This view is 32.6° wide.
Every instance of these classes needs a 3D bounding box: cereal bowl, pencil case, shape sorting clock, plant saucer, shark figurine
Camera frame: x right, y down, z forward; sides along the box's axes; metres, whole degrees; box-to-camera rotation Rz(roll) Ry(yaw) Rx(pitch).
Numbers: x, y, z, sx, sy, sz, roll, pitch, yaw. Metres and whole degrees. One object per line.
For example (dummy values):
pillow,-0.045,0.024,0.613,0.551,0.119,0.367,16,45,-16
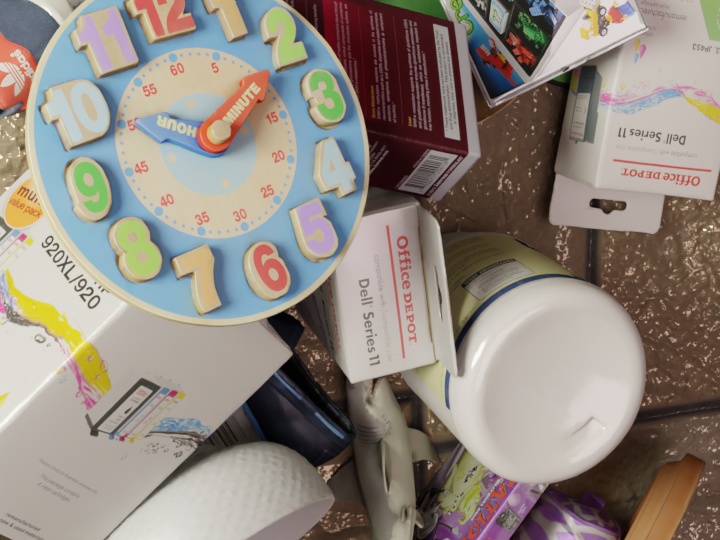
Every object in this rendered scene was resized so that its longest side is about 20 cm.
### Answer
cereal bowl,-0.120,0.182,0.857,0.199,0.200,0.084,-34,76,-6
pencil case,0.147,0.285,1.056,0.201,0.084,0.085,-60,151,7
shape sorting clock,-0.083,-0.070,0.675,0.198,0.039,0.203,7,74,-24
plant saucer,0.226,0.240,1.024,0.032,0.200,0.202,29,96,15
shark figurine,0.003,0.189,0.972,0.089,0.217,0.128,-13,149,25

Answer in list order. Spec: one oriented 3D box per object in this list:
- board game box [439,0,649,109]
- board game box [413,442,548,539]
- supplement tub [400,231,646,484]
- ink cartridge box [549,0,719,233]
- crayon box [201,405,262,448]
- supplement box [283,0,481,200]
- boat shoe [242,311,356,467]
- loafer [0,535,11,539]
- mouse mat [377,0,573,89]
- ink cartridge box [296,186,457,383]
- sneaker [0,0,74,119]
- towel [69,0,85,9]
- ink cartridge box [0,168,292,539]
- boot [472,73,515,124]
board game box,0.106,-0.233,0.873,0.125,0.035,0.202,-24,95,9
board game box,0.104,0.167,0.986,0.032,0.120,0.201,35,92,-23
supplement tub,0.105,0.054,0.910,0.143,0.200,0.147,-5,107,-16
ink cartridge box,0.225,-0.123,0.959,0.116,0.067,0.203,3,104,-23
crayon box,-0.174,0.073,0.908,0.125,0.052,0.201,-32,113,-7
supplement box,-0.026,-0.120,0.783,0.198,0.061,0.110,11,59,-24
boat shoe,-0.068,0.053,0.915,0.068,0.084,0.201,-25,111,17
loafer,-0.218,0.239,0.937,0.071,0.073,0.202,-25,106,1
mouse mat,0.110,-0.238,0.935,0.198,0.008,0.163,13,101,-22
ink cartridge box,0.000,0.000,0.862,0.067,0.200,0.119,-13,108,-13
sneaker,-0.251,-0.125,0.747,0.085,0.199,0.075,-52,123,-32
towel,-0.136,-0.186,0.830,0.199,0.086,0.166,-37,120,0
ink cartridge box,-0.177,0.047,0.767,0.200,0.147,0.145,-44,143,-2
boot,0.041,-0.120,0.910,0.198,0.075,0.074,-18,108,-13
